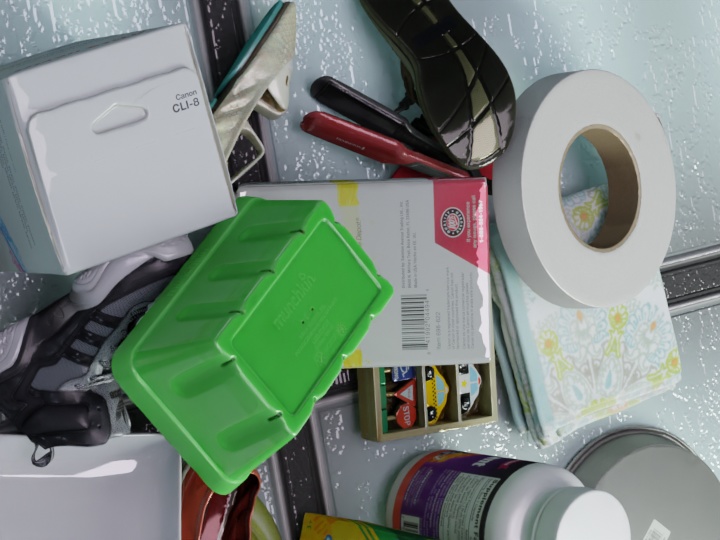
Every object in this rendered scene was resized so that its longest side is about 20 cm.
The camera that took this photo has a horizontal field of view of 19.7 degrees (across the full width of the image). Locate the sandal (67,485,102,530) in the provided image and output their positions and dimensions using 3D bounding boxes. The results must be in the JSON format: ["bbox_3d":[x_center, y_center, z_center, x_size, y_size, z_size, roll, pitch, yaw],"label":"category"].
[{"bbox_3d":[-0.217,0.264,1.563,0.074,0.045,0.202,-9,87,2],"label":"sandal"}]

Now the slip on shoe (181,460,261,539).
[{"bbox_3d":[-0.125,0.234,1.586,0.074,0.061,0.202,23,79,-41],"label":"slip on shoe"}]

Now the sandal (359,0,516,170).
[{"bbox_3d":[0.064,-0.172,1.702,0.079,0.057,0.202,-24,71,-14],"label":"sandal"}]

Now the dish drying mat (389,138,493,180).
[{"bbox_3d":[0.038,-0.042,1.737,0.077,0.018,0.200,48,68,-23],"label":"dish drying mat"}]

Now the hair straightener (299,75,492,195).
[{"bbox_3d":[0.050,-0.119,1.708,0.199,0.041,0.077,19,61,-12],"label":"hair straightener"}]

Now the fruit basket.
[{"bbox_3d":[-0.093,0.062,1.514,0.216,0.215,0.156,-46,109,-20],"label":"fruit basket"}]

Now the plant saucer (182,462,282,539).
[{"bbox_3d":[-0.139,0.254,1.635,0.199,0.031,0.202,-1,92,-29],"label":"plant saucer"}]

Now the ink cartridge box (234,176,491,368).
[{"bbox_3d":[0.000,0.000,1.632,0.198,0.083,0.147,-1,95,-2],"label":"ink cartridge box"}]

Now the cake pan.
[{"bbox_3d":[0.254,0.241,1.851,0.199,0.037,0.202,-1,91,-29],"label":"cake pan"}]

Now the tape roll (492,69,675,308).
[{"bbox_3d":[0.190,-0.069,1.740,0.202,0.037,0.205,3,85,-43],"label":"tape roll"}]

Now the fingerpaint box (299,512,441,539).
[{"bbox_3d":[0.010,0.305,1.639,0.073,0.166,0.202,15,85,-38],"label":"fingerpaint box"}]

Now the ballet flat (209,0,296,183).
[{"bbox_3d":[-0.093,-0.123,1.626,0.062,0.067,0.201,37,68,-10],"label":"ballet flat"}]

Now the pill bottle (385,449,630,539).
[{"bbox_3d":[0.120,0.208,1.677,0.111,0.199,0.112,-1,92,-37],"label":"pill bottle"}]

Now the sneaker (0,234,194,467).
[{"bbox_3d":[-0.186,0.062,1.524,0.199,0.075,0.114,-34,87,13],"label":"sneaker"}]

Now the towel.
[{"bbox_3d":[0.191,0.036,1.808,0.170,0.048,0.202,-20,100,-31],"label":"towel"}]

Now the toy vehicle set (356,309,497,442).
[{"bbox_3d":[0.052,0.035,1.724,0.123,0.026,0.202,-8,98,-32],"label":"toy vehicle set"}]

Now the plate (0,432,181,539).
[{"bbox_3d":[-0.231,0.220,1.533,0.198,0.032,0.202,0,70,-10],"label":"plate"}]

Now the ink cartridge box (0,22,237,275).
[{"bbox_3d":[-0.206,-0.086,1.494,0.145,0.200,0.146,-21,101,-27],"label":"ink cartridge box"}]
